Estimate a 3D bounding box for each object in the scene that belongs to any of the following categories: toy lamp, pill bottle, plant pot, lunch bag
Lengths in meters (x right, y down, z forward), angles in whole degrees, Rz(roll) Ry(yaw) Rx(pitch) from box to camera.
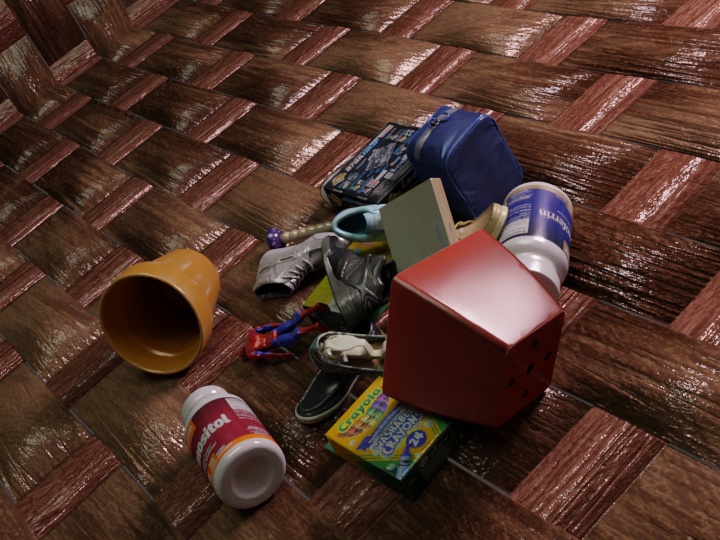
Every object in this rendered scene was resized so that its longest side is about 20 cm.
[{"bbox_3d":[-0.081,-0.076,1.886,0.198,0.059,0.059,-14,37,25],"label":"toy lamp"},{"bbox_3d":[0.267,-0.033,1.535,0.114,0.116,0.201,-10,40,25],"label":"pill bottle"},{"bbox_3d":[-0.345,0.055,1.806,0.198,0.202,0.184,-13,23,21],"label":"plant pot"},{"bbox_3d":[0.164,0.093,1.358,0.175,0.202,0.199,29,41,34],"label":"plant pot"},{"bbox_3d":[0.171,-0.188,1.723,0.136,0.201,0.132,-46,36,-16],"label":"lunch bag"},{"bbox_3d":[-0.200,0.259,1.498,0.112,0.114,0.200,-36,35,-11],"label":"pill bottle"}]

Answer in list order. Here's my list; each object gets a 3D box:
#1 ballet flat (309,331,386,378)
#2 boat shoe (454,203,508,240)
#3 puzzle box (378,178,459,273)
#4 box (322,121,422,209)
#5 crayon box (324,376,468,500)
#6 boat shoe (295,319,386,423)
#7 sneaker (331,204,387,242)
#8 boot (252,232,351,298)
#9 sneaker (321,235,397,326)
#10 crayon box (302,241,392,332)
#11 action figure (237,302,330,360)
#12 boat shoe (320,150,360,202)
[{"bbox_3d":[0.020,0.125,1.493,0.197,0.075,0.075,0,38,0],"label":"ballet flat"},{"bbox_3d":[0.158,-0.037,1.573,0.200,0.066,0.074,-52,12,34],"label":"boat shoe"},{"bbox_3d":[0.103,-0.028,1.568,0.025,0.203,0.132,-7,-13,-42],"label":"puzzle box"},{"bbox_3d":[0.050,-0.185,1.819,0.158,0.046,0.200,20,58,46],"label":"box"},{"bbox_3d":[0.039,0.230,1.420,0.126,0.052,0.199,-45,37,-22],"label":"crayon box"},{"bbox_3d":[-0.035,0.156,1.558,0.200,0.063,0.074,-46,40,-20],"label":"boat shoe"},{"bbox_3d":[0.043,-0.077,1.668,0.197,0.075,0.082,-9,6,20],"label":"sneaker"},{"bbox_3d":[-0.107,0.000,1.807,0.198,0.074,0.096,-17,41,31],"label":"boot"},{"bbox_3d":[0.000,0.000,1.630,0.113,0.077,0.200,-24,37,0],"label":"sneaker"},{"bbox_3d":[0.008,0.016,1.710,0.126,0.051,0.201,10,51,42],"label":"crayon box"},{"bbox_3d":[-0.133,0.113,1.674,0.198,0.051,0.066,-22,57,31],"label":"action figure"},{"bbox_3d":[-0.003,-0.197,1.982,0.199,0.067,0.057,-35,19,-17],"label":"boat shoe"}]
